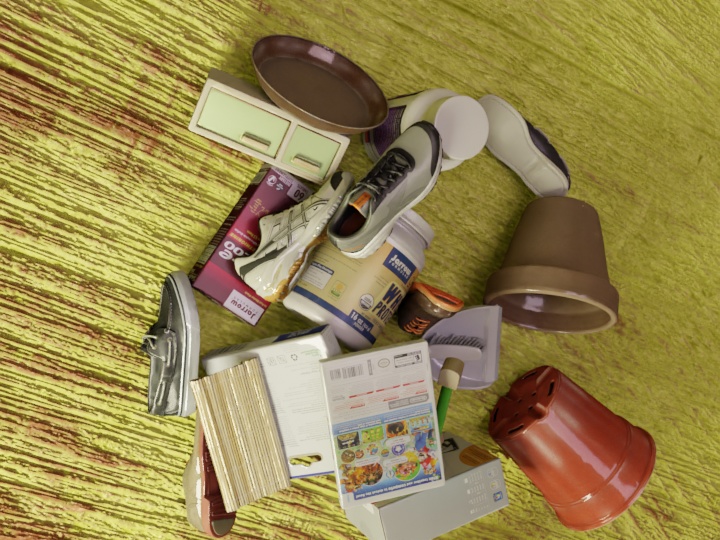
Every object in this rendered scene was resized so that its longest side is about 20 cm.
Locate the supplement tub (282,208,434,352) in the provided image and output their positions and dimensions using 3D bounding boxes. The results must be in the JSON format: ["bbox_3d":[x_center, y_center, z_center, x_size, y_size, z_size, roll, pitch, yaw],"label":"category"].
[{"bbox_3d":[0.000,0.000,1.205,0.144,0.144,0.200,37,81,-22],"label":"supplement tub"}]

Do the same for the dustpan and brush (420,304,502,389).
[{"bbox_3d":[0.112,0.120,1.308,0.200,0.057,0.140,1,112,5],"label":"dustpan and brush"}]

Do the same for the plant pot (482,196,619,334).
[{"bbox_3d":[0.297,-0.013,1.329,0.200,0.200,0.175,20,68,-24],"label":"plant pot"}]

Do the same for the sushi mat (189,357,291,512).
[{"bbox_3d":[-0.156,0.219,1.144,0.096,0.012,0.200,-21,109,-25],"label":"sushi mat"}]

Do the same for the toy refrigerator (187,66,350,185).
[{"bbox_3d":[-0.119,-0.188,1.146,0.200,0.070,0.076,22,112,-15],"label":"toy refrigerator"}]

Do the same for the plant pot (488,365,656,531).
[{"bbox_3d":[0.318,0.265,1.356,0.195,0.201,0.201,43,78,-13],"label":"plant pot"}]

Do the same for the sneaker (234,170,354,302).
[{"bbox_3d":[-0.087,-0.060,1.126,0.088,0.076,0.200,34,81,10],"label":"sneaker"}]

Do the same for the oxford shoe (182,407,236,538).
[{"bbox_3d":[-0.214,0.258,1.173,0.070,0.075,0.200,2,90,-54],"label":"oxford shoe"}]

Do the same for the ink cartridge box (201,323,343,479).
[{"bbox_3d":[-0.094,0.184,1.171,0.041,0.199,0.200,-44,118,-60],"label":"ink cartridge box"}]

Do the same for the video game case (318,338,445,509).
[{"bbox_3d":[0.029,0.198,1.119,0.143,0.018,0.200,-10,101,-12],"label":"video game case"}]

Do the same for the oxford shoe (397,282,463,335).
[{"bbox_3d":[0.094,0.060,1.224,0.071,0.200,0.073,24,87,-5],"label":"oxford shoe"}]

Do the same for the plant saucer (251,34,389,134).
[{"bbox_3d":[-0.057,-0.244,1.158,0.200,0.200,0.032,12,131,-24],"label":"plant saucer"}]

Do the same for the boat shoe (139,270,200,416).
[{"bbox_3d":[-0.254,0.101,1.143,0.071,0.072,0.200,-5,99,-27],"label":"boat shoe"}]

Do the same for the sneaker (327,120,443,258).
[{"bbox_3d":[0.032,-0.101,1.089,0.200,0.074,0.079,-54,155,9],"label":"sneaker"}]

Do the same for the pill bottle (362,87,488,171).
[{"bbox_3d":[0.090,-0.192,1.195,0.111,0.200,0.112,-2,96,-23],"label":"pill bottle"}]

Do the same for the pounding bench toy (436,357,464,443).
[{"bbox_3d":[0.064,0.210,1.208,0.124,0.200,0.156,-37,115,-60],"label":"pounding bench toy"}]

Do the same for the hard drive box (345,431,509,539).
[{"bbox_3d":[0.089,0.322,1.271,0.200,0.156,0.077,-18,102,-22],"label":"hard drive box"}]

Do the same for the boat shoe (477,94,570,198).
[{"bbox_3d":[0.254,-0.196,1.343,0.200,0.074,0.060,45,35,-5],"label":"boat shoe"}]

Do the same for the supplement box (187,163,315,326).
[{"bbox_3d":[-0.139,-0.036,1.187,0.109,0.061,0.200,36,81,-21],"label":"supplement box"}]
